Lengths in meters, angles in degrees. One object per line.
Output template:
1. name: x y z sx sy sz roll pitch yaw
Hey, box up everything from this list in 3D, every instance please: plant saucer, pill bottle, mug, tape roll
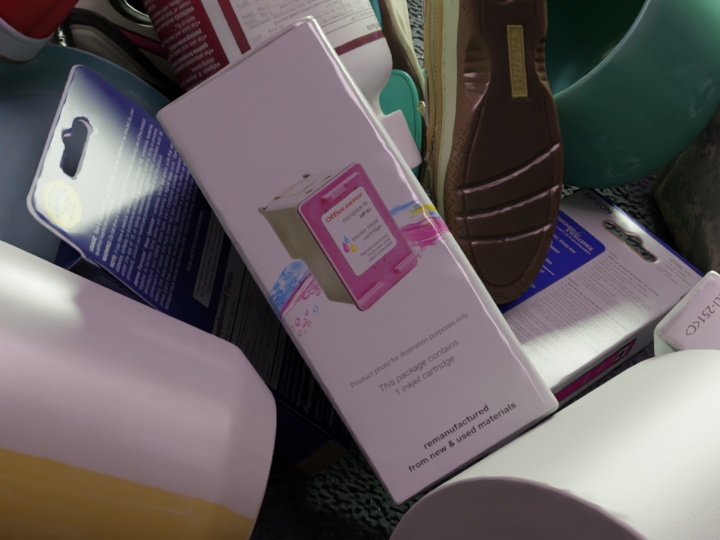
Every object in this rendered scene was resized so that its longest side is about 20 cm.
1. plant saucer: -0.122 -0.022 0.925 0.200 0.027 0.201 34 36 -29
2. pill bottle: -0.049 -0.129 0.983 0.109 0.109 0.201 -29 96 -43
3. mug: 0.127 -0.125 1.088 0.114 0.185 0.152 36 72 -38
4. mug: -0.126 0.089 0.791 0.153 0.187 0.149 16 12 -14
5. tape roll: 0.124 0.149 0.766 0.139 0.203 0.203 -25 59 -40

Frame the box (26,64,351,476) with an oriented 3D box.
1. box: -0.080 -0.001 0.904 0.200 0.032 0.121 40 33 -25

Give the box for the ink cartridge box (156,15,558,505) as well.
1. ink cartridge box: 0.000 0.000 0.848 0.084 0.145 0.200 -31 83 0

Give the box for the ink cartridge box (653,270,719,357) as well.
1. ink cartridge box: 0.214 0.104 0.869 0.045 0.200 0.176 -44 68 -9

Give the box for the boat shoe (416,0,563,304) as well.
1. boat shoe: 0.062 -0.082 0.997 0.071 0.076 0.201 3 88 -29

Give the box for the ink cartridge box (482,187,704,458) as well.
1. ink cartridge box: 0.098 0.022 1.021 0.095 0.037 0.200 40 46 22

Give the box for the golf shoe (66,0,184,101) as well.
1. golf shoe: -0.072 -0.131 1.070 0.199 0.092 0.073 1 42 -27

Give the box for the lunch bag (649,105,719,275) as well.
1. lunch bag: 0.266 -0.062 1.061 0.117 0.200 0.164 5 42 -19

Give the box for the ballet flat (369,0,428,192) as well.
1. ballet flat: 0.009 -0.114 1.064 0.069 0.069 0.201 -7 89 -30

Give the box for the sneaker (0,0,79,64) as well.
1. sneaker: -0.173 -0.213 0.916 0.071 0.112 0.200 0 57 -55

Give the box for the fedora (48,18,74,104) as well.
1. fedora: -0.237 -0.120 0.965 0.200 0.091 0.201 35 42 -38
